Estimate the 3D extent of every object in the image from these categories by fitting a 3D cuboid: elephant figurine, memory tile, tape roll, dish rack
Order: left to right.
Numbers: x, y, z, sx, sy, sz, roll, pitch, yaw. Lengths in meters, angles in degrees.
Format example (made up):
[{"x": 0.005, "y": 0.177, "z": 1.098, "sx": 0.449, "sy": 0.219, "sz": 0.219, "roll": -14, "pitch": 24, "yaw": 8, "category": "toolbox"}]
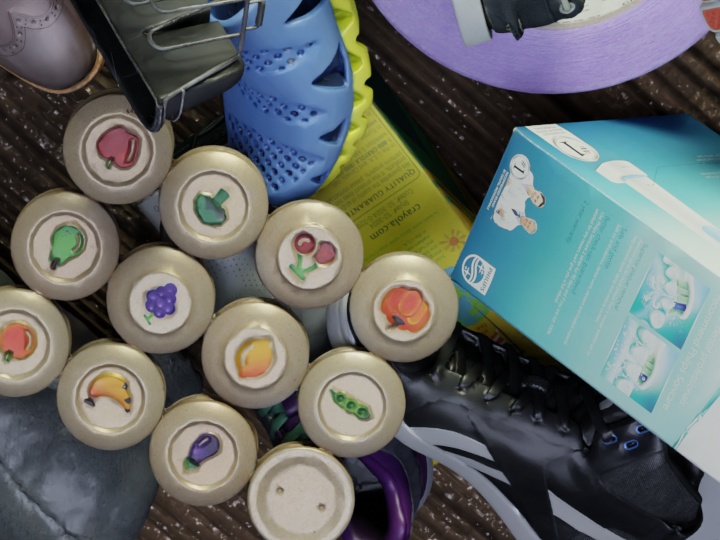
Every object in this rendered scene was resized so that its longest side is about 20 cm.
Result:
[{"x": -0.184, "y": 0.047, "z": 1.402, "sx": 0.200, "sy": 0.155, "sz": 0.142, "roll": 44, "pitch": 73, "yaw": -29, "category": "elephant figurine"}, {"x": -0.087, "y": -0.175, "z": 1.212, "sx": 0.054, "sy": 0.154, "sz": 0.200, "roll": -20, "pitch": 149, "yaw": -22, "category": "dish rack"}, {"x": -0.068, "y": 0.025, "z": 1.327, "sx": 0.199, "sy": 0.017, "sz": 0.154, "roll": 29, "pitch": 97, "yaw": -8, "category": "memory tile"}, {"x": 0.088, "y": -0.185, "z": 1.345, "sx": 0.199, "sy": 0.066, "sz": 0.201, "roll": 1, "pitch": 113, "yaw": 2, "category": "tape roll"}]

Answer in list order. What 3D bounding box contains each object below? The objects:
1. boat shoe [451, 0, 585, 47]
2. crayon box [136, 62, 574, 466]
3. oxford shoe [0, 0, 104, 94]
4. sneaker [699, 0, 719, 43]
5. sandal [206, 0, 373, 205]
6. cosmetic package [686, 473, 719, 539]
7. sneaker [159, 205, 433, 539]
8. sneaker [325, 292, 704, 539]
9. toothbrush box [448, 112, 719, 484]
[{"x": 0.055, "y": -0.188, "z": 1.263, "sx": 0.060, "sy": 0.076, "sz": 0.201, "roll": -11, "pitch": 134, "yaw": 4, "category": "boat shoe"}, {"x": 0.000, "y": 0.000, "z": 1.435, "sx": 0.127, "sy": 0.051, "sz": 0.200, "roll": -33, "pitch": 108, "yaw": 15, "category": "crayon box"}, {"x": -0.197, "y": -0.151, "z": 1.361, "sx": 0.071, "sy": 0.073, "sz": 0.200, "roll": -40, "pitch": 107, "yaw": 16, "category": "oxford shoe"}, {"x": 0.213, "y": -0.128, "z": 1.336, "sx": 0.077, "sy": 0.082, "sz": 0.200, "roll": -2, "pitch": 152, "yaw": 33, "category": "sneaker"}, {"x": -0.042, "y": -0.121, "z": 1.308, "sx": 0.079, "sy": 0.087, "sz": 0.201, "roll": 18, "pitch": 119, "yaw": 32, "category": "sandal"}, {"x": 0.226, "y": 0.078, "z": 1.453, "sx": 0.199, "sy": 0.071, "sz": 0.102, "roll": -1, "pitch": 114, "yaw": 2, "category": "cosmetic package"}, {"x": -0.026, "y": 0.050, "z": 1.382, "sx": 0.074, "sy": 0.088, "sz": 0.200, "roll": -31, "pitch": 109, "yaw": 14, "category": "sneaker"}, {"x": 0.086, "y": 0.056, "z": 1.376, "sx": 0.112, "sy": 0.073, "sz": 0.200, "roll": -31, "pitch": 115, "yaw": 34, "category": "sneaker"}, {"x": 0.166, "y": 0.015, "z": 1.337, "sx": 0.200, "sy": 0.146, "sz": 0.086, "roll": 36, "pitch": 116, "yaw": 30, "category": "toothbrush box"}]
